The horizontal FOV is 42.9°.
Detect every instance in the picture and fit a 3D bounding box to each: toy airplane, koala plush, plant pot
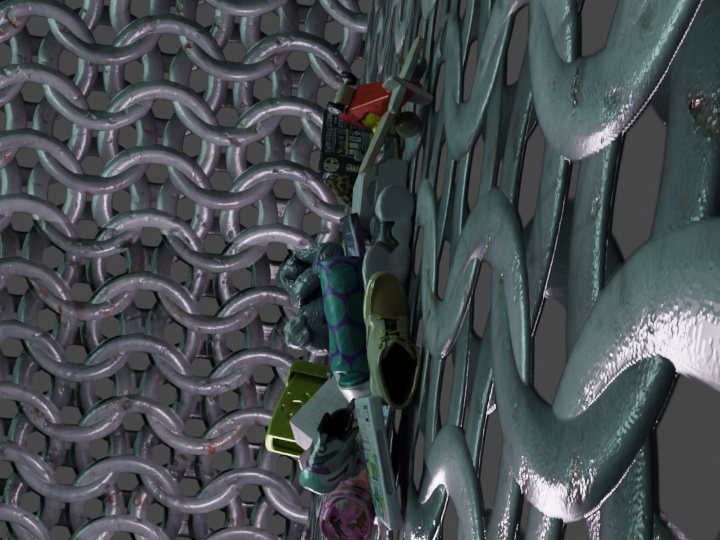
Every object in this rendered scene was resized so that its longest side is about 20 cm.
[{"bbox_3d":[0.055,-0.270,1.505,0.200,0.141,0.199,-42,36,22],"label":"toy airplane"},{"bbox_3d":[-0.073,0.073,1.755,0.183,0.177,0.201,-13,66,37],"label":"koala plush"},{"bbox_3d":[-0.090,0.309,1.994,0.199,0.199,0.182,107,176,-68],"label":"plant pot"}]

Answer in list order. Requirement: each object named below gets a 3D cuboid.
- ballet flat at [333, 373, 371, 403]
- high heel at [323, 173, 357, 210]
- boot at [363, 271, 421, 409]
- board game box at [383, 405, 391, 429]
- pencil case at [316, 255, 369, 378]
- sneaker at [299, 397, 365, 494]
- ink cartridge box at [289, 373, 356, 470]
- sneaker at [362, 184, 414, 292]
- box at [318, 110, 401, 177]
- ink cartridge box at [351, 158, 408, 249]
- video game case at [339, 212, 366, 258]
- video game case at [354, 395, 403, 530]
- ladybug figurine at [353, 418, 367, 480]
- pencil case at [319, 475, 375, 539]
[{"bbox_3d":[-0.008,0.202,1.605,0.200,0.069,0.070,-153,70,-80],"label":"ballet flat"},{"bbox_3d":[-0.015,-0.105,1.912,0.071,0.142,0.201,-123,40,-83],"label":"high heel"},{"bbox_3d":[0.046,0.096,1.308,0.155,0.072,0.201,130,139,-84],"label":"boot"},{"bbox_3d":[0.034,0.205,1.598,0.200,0.026,0.200,-93,11,-65],"label":"board game box"},{"bbox_3d":[-0.023,0.075,1.533,0.092,0.085,0.201,177,86,-66],"label":"pencil case"},{"bbox_3d":[-0.025,0.268,1.493,0.200,0.078,0.140,-25,-48,-72],"label":"sneaker"},{"bbox_3d":[-0.067,0.282,1.733,0.200,0.068,0.115,-46,-23,-22],"label":"ink cartridge box"},{"bbox_3d":[0.045,-0.034,1.528,0.114,0.075,0.201,108,173,-75],"label":"sneaker"},{"bbox_3d":[-0.002,-0.252,1.851,0.200,0.161,0.049,-92,10,-57],"label":"box"},{"bbox_3d":[0.031,-0.114,1.714,0.200,0.084,0.146,119,156,-78],"label":"ink cartridge box"},{"bbox_3d":[0.000,0.000,1.628,0.143,0.019,0.201,-179,77,-82],"label":"video game case"},{"bbox_3d":[0.025,0.277,1.348,0.200,0.022,0.183,123,138,-79],"label":"video game case"},{"bbox_3d":[-0.017,0.364,1.718,0.136,0.072,0.200,-95,12,-66],"label":"ladybug figurine"},{"bbox_3d":[-0.018,0.386,1.483,0.200,0.086,0.083,50,-150,-88],"label":"pencil case"}]
